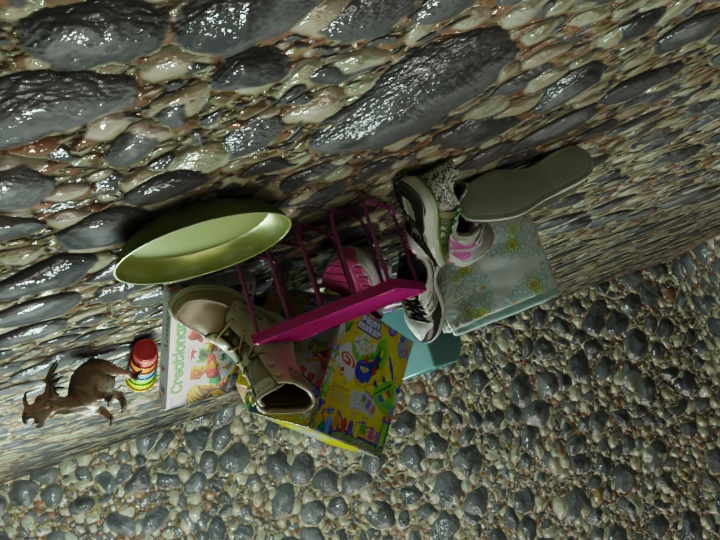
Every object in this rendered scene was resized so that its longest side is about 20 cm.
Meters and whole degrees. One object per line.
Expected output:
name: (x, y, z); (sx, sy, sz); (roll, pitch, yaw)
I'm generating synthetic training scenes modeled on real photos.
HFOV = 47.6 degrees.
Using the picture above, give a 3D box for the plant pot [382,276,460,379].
plant pot: (0.103, 0.098, 1.577); (0.141, 0.202, 0.141); (-28, 166, 38)

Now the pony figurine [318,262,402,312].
pony figurine: (0.037, 0.046, 1.419); (0.198, 0.168, 0.194); (-17, 137, 3)

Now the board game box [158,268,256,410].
board game box: (-0.219, 0.098, 1.157); (0.125, 0.035, 0.202); (-13, 129, -32)

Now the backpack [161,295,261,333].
backpack: (-0.236, 0.123, 1.318); (0.162, 0.155, 0.200); (-22, -177, -21)

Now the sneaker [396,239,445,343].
sneaker: (0.084, 0.034, 1.276); (0.075, 0.202, 0.088); (9, -151, 27)

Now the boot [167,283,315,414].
boot: (-0.151, 0.105, 1.065); (0.199, 0.155, 0.072); (27, 115, -40)

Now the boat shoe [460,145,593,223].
boat shoe: (0.222, -0.108, 1.118); (0.200, 0.073, 0.060); (-22, 165, -9)

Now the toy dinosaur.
toy dinosaur: (-0.446, 0.184, 1.331); (0.200, 0.135, 0.086); (-58, 173, -66)

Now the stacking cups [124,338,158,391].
stacking cups: (-0.382, 0.168, 1.430); (0.060, 0.061, 0.200); (-15, 168, -21)

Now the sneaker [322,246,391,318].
sneaker: (0.000, 0.000, 1.219); (0.081, 0.089, 0.200); (14, 163, 13)

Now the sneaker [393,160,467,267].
sneaker: (0.106, -0.072, 1.040); (0.088, 0.077, 0.200); (-35, 156, -5)

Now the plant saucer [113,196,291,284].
plant saucer: (-0.173, -0.035, 0.890); (0.198, 0.031, 0.200); (-18, 169, -4)

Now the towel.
towel: (0.198, -0.004, 1.314); (0.198, 0.173, 0.048); (-22, -176, 12)

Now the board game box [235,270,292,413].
board game box: (-0.145, 0.109, 1.226); (0.030, 0.202, 0.096); (13, 157, 4)

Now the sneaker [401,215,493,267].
sneaker: (0.150, -0.059, 1.196); (0.088, 0.082, 0.199); (-28, 164, 34)

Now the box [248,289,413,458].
box: (-0.038, 0.159, 1.243); (0.121, 0.194, 0.200); (6, 160, 37)

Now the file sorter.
file sorter: (-0.041, 0.002, 1.048); (0.198, 0.127, 0.139); (-22, 170, 18)
